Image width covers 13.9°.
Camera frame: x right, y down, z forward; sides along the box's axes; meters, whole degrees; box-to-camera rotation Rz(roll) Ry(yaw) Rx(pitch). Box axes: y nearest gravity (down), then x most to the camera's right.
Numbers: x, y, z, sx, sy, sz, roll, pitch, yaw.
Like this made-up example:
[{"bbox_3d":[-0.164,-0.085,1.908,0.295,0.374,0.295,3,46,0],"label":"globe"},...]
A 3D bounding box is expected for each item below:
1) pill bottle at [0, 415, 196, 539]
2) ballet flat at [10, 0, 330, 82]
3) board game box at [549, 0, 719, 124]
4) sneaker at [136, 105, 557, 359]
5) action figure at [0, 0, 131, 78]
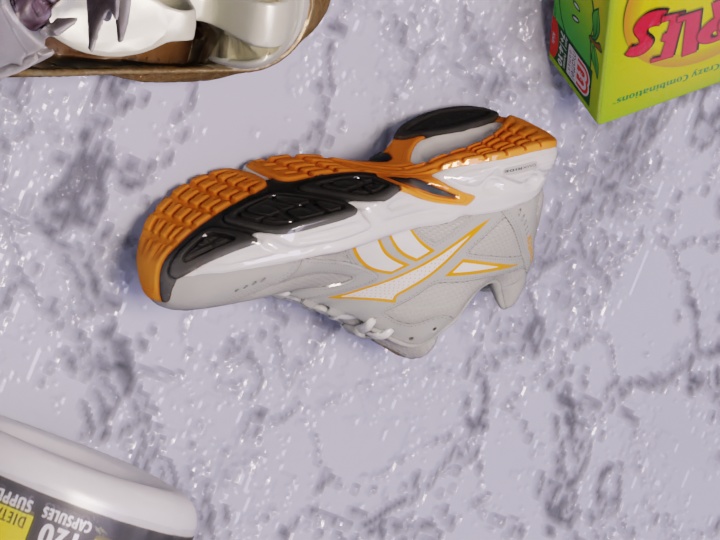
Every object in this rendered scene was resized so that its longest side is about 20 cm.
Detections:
[{"bbox_3d":[-0.144,0.160,1.099,0.112,0.112,0.201,21,89,-40],"label":"pill bottle"},{"bbox_3d":[-0.073,-0.099,1.104,0.199,0.072,0.068,-4,108,-37],"label":"ballet flat"},{"bbox_3d":[0.137,-0.158,1.200,0.101,0.048,0.201,-20,142,-17],"label":"board game box"},{"bbox_3d":[0.000,0.000,1.193,0.199,0.076,0.093,-15,116,-33],"label":"sneaker"},{"bbox_3d":[-0.151,-0.133,1.010,0.199,0.131,0.069,7,139,-34],"label":"action figure"}]
